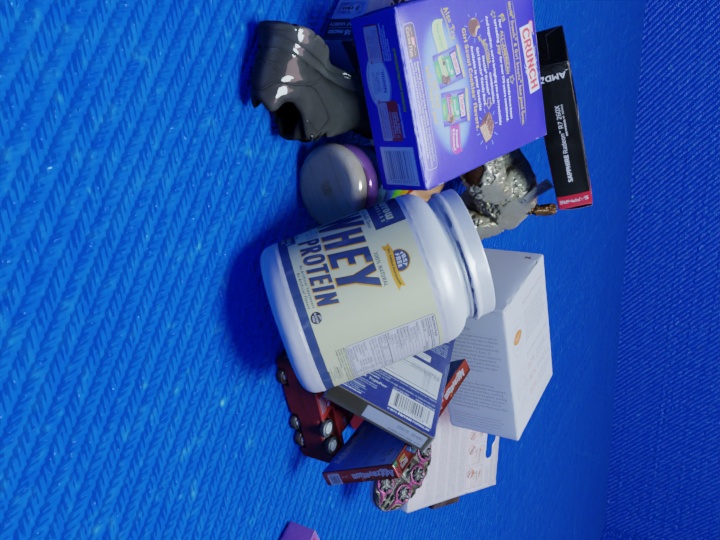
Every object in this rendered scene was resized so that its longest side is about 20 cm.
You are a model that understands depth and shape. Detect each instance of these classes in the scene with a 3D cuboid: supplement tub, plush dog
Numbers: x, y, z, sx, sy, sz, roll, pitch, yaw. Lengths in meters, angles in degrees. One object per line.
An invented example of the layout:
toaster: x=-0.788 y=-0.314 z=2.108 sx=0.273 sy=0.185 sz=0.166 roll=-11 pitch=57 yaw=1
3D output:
supplement tub: x=0.016 y=0.016 z=0.715 sx=0.145 sy=0.195 sz=0.149 roll=160 pitch=-90 yaw=-88
plush dog: x=0.197 y=-0.152 z=1.096 sx=0.202 sy=0.156 sz=0.176 roll=101 pitch=-17 yaw=-58

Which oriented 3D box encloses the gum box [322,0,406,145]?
gum box: x=0.035 y=-0.279 z=0.867 sx=0.171 sy=0.043 sz=0.204 roll=56 pitch=48 yaw=-54

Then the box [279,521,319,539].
box: x=-0.072 y=0.408 z=0.861 sx=0.138 sy=0.038 sz=0.203 roll=-56 pitch=143 yaw=-39

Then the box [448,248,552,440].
box: x=0.185 y=0.096 z=1.022 sx=0.152 sy=0.104 sz=0.205 roll=-43 pitch=129 yaw=-46

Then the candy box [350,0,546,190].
candy box: x=0.098 y=-0.193 z=0.760 sx=0.197 sy=0.076 sz=0.174 roll=-25 pitch=112 yaw=-34

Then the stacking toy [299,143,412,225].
stacking toy: x=0.025 y=-0.103 z=0.826 sx=0.198 sy=0.084 sz=0.088 roll=-18 pitch=114 yaw=-50

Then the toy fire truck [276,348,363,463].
toy fire truck: x=-0.026 y=0.140 z=0.864 sx=0.141 sy=0.048 sz=0.204 roll=-50 pitch=138 yaw=-45

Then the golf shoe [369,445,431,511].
golf shoe: x=0.051 y=0.219 z=0.983 sx=0.072 sy=0.091 sz=0.204 roll=34 pitch=58 yaw=-21

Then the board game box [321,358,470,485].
board game box: x=0.045 y=0.169 z=0.848 sx=0.200 sy=0.101 sz=0.020 roll=-43 pitch=110 yaw=-50

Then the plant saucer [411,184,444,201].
plant saucer: x=0.095 y=-0.193 z=1.020 sx=0.199 sy=0.032 sz=0.206 roll=-25 pitch=118 yaw=-58

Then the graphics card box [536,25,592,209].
graphics card box: x=0.263 y=-0.199 z=0.979 sx=0.127 sy=0.049 sz=0.203 roll=-75 pitch=151 yaw=-51

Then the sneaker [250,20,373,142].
sneaker: x=-0.043 y=-0.164 z=0.738 sx=0.198 sy=0.075 sz=0.093 roll=22 pitch=85 yaw=-52

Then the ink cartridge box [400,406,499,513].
ink cartridge box: x=0.132 y=0.261 z=1.130 sx=0.196 sy=0.049 sz=0.166 roll=-3 pitch=101 yaw=-41

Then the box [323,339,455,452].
box: x=0.042 y=0.093 z=0.829 sx=0.033 sy=0.119 sz=0.202 roll=-59 pitch=-176 yaw=38

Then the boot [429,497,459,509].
boot: x=0.160 y=0.273 z=1.237 sx=0.185 sy=0.063 sz=0.205 roll=-34 pitch=125 yaw=-38
